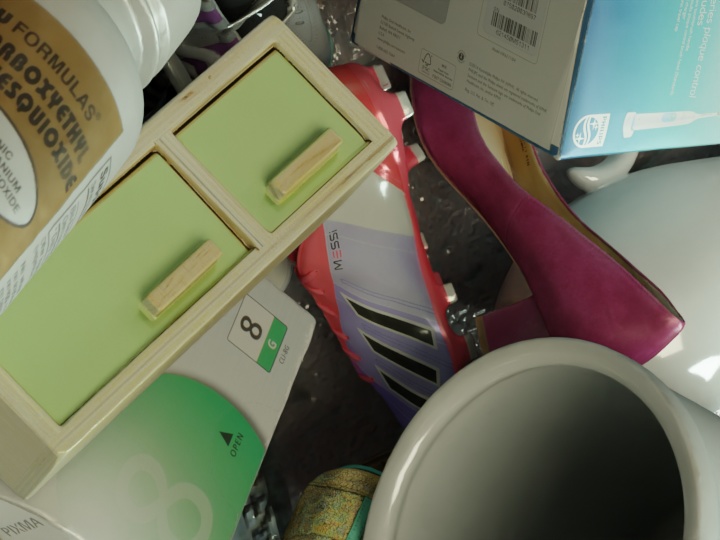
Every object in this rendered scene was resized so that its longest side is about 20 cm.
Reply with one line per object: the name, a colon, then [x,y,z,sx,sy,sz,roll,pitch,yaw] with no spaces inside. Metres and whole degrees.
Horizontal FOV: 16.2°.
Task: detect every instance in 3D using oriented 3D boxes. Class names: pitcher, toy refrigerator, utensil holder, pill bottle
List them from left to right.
pill bottle: [-0.144,-0.056,0.914,0.200,0.114,0.114,-55,127,-36]
toy refrigerator: [-0.082,-0.008,0.998,0.076,0.070,0.200,46,61,1]
utensil holder: [0.125,0.138,1.102,0.200,0.170,0.170,27,92,-48]
pitcher: [0.149,-0.022,1.223,0.200,0.121,0.172,-34,98,-26]

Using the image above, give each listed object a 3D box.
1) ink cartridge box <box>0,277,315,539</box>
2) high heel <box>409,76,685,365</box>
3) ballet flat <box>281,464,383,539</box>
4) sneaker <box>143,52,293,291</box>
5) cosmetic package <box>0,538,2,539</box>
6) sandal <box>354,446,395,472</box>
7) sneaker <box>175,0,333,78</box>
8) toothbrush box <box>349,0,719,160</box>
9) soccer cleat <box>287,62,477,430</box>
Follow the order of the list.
ink cartridge box: [-0.122,0.030,1.033,0.200,0.050,0.161,41,50,-26]
high heel: [0.083,-0.045,1.134,0.067,0.096,0.200,17,57,-50]
ballet flat: [-0.027,0.170,1.161,0.071,0.071,0.200,-8,141,-26]
sneaker: [-0.090,-0.048,1.099,0.073,0.071,0.200,-45,121,-9]
cosmetic package: [-0.163,0.171,1.112,0.073,0.104,0.200,9,100,-32]
sandal: [0.051,0.105,1.239,0.200,0.054,0.080,-24,109,-36]
sneaker: [-0.059,-0.132,1.047,0.078,0.140,0.200,-50,121,-7]
toothbrush box: [0.121,-0.118,1.104,0.200,0.146,0.085,-5,117,-37]
soccer cleat: [0.000,0.000,1.140,0.076,0.067,0.200,-19,121,-9]
